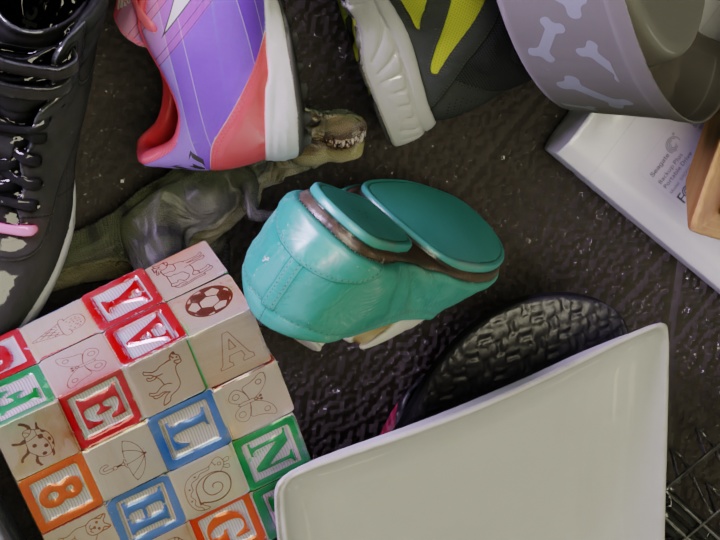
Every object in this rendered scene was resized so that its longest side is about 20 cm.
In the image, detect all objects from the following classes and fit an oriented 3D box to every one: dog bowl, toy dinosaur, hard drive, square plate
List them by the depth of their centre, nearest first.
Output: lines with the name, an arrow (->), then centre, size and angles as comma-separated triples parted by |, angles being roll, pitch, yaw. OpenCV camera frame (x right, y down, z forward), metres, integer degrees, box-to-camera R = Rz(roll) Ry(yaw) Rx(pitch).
dog bowl -> 0.103, -0.157, 1.021 | 0.059, 0.200, 0.200 | -7, 107, 25
toy dinosaur -> -0.082, -0.002, 1.062 | 0.200, 0.047, 0.088 | -25, 104, -7
square plate -> 0.049, 0.131, 1.080 | 0.200, 0.028, 0.198 | -21, 126, -25
hard drive -> 0.199, -0.049, 1.150 | 0.200, 0.027, 0.132 | 38, 88, -20

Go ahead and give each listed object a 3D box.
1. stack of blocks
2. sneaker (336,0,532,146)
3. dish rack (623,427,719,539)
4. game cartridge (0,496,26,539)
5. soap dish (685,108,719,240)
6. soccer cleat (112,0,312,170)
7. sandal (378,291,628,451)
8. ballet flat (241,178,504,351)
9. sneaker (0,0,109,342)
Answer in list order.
stack of blocks -> -0.078, 0.101, 1.040 | 0.115, 0.059, 0.200 | -25, 126, -10
sneaker -> 0.027, -0.134, 1.011 | 0.085, 0.075, 0.200 | -19, 149, -1
dish rack -> 0.219, 0.106, 1.163 | 0.200, 0.055, 0.153 | -42, 111, 15
game cartridge -> -0.167, 0.098, 1.004 | 0.040, 0.133, 0.200 | -31, 108, -10
soap dish -> 0.251, -0.072, 1.100 | 0.200, 0.081, 0.157 | 14, 100, -20
soccer cleat -> -0.069, -0.130, 0.981 | 0.073, 0.068, 0.200 | -12, 120, -5
sandal -> 0.040, 0.081, 1.121 | 0.075, 0.045, 0.200 | 40, 102, -15
ballet flat -> 0.000, 0.000, 1.032 | 0.067, 0.200, 0.070 | 45, 104, 14
sneaker -> -0.144, -0.062, 0.986 | 0.071, 0.099, 0.200 | 12, 91, -3
